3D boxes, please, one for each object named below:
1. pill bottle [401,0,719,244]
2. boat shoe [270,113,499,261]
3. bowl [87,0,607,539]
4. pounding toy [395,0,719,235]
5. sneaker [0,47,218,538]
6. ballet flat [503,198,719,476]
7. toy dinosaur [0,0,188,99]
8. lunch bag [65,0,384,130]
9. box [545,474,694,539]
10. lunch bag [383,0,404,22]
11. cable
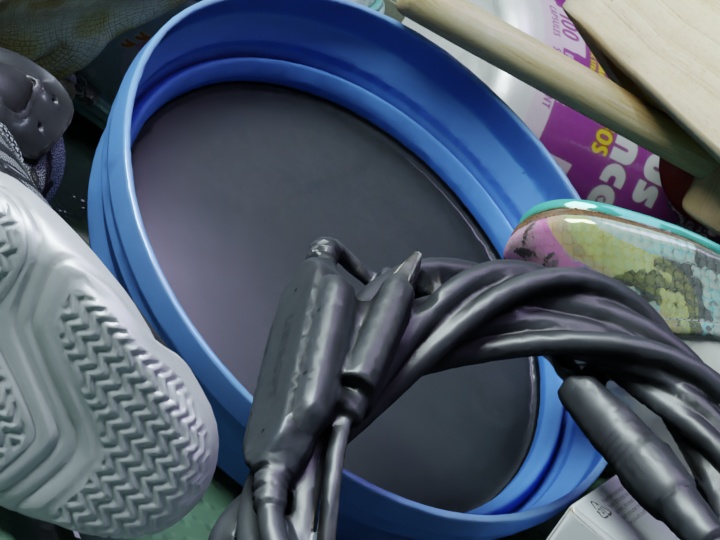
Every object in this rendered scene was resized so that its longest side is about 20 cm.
[{"bbox_3d":[0.108,-0.043,1.046,0.199,0.113,0.113,23,23,-29],"label":"pill bottle"},{"bbox_3d":[0.034,0.008,0.888,0.199,0.061,0.076,24,22,-28],"label":"boat shoe"},{"bbox_3d":[0.000,0.000,0.790,0.200,0.039,0.202,24,45,-26],"label":"bowl"},{"bbox_3d":[0.147,-0.055,0.875,0.184,0.142,0.200,47,3,28],"label":"pounding toy"},{"bbox_3d":[-0.101,-0.009,0.685,0.200,0.076,0.114,38,23,15],"label":"sneaker"},{"bbox_3d":[0.130,0.041,0.799,0.199,0.069,0.072,23,61,-31],"label":"ballet flat"},{"bbox_3d":[-0.100,-0.082,0.801,0.199,0.101,0.059,-13,85,-27],"label":"toy dinosaur"},{"bbox_3d":[-0.075,-0.106,0.948,0.160,0.077,0.200,38,20,2],"label":"lunch bag"},{"bbox_3d":[0.156,0.135,0.772,0.200,0.041,0.156,41,20,13],"label":"box"},{"bbox_3d":[0.032,-0.184,1.114,0.163,0.201,0.118,29,20,-17],"label":"lunch bag"},{"bbox_3d":[0.041,0.079,0.677,0.162,0.051,0.201,21,44,-11],"label":"cable"}]
